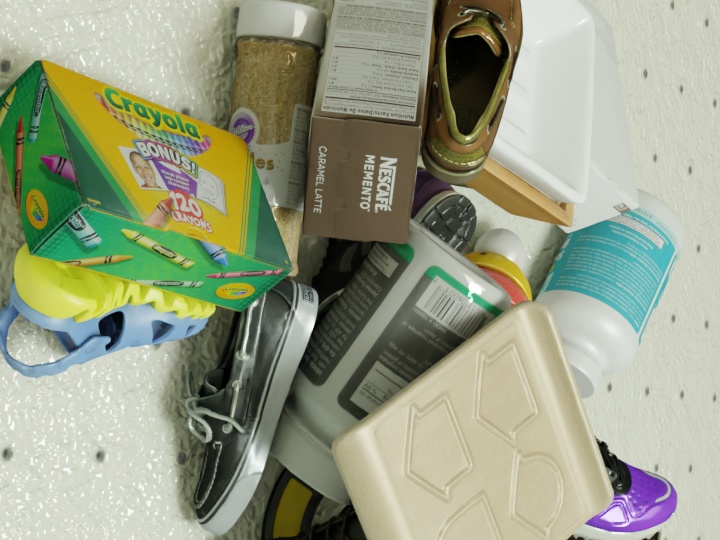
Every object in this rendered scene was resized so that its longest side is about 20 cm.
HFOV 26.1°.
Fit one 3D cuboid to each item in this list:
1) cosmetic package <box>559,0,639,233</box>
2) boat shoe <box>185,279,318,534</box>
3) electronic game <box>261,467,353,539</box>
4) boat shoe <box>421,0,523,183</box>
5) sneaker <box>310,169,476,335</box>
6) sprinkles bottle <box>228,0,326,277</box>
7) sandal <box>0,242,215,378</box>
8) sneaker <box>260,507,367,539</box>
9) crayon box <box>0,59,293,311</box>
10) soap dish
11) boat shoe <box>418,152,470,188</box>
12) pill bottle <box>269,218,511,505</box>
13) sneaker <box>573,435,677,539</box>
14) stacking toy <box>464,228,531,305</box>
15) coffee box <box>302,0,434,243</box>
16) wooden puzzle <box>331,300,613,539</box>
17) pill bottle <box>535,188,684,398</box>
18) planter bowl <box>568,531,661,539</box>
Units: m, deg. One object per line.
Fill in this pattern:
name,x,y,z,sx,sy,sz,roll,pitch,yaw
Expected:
cosmetic package,0.185,-0.151,1.407,0.113,0.080,0.202,34,46,-48
boat shoe,-0.095,0.097,1.147,0.067,0.074,0.201,17,107,-19
electronic game,0.015,0.221,1.264,0.197,0.042,0.203,3,80,-20
boat shoe,0.090,-0.167,1.165,0.068,0.071,0.202,105,-8,-67
sneaker,0.000,0.000,1.269,0.200,0.087,0.076,-43,136,-8
sprinkles bottle,-0.068,-0.098,1.168,0.068,0.068,0.203,8,88,-50
sandal,-0.177,0.027,1.059,0.087,0.080,0.199,-53,153,19
sneaker,-0.034,0.213,1.169,0.197,0.075,0.107,-5,143,-19
crayon box,-0.144,-0.053,1.044,0.199,0.058,0.120,18,42,-50
soap dish,0.121,-0.153,1.281,0.157,0.081,0.202,28,59,-42
boat shoe,0.085,-0.111,1.349,0.199,0.074,0.069,13,85,-53
pill bottle,0.016,0.069,1.183,0.201,0.113,0.113,-54,138,6
sneaker,0.187,0.170,1.324,0.197,0.070,0.100,7,122,-13
stacking toy,0.104,0.033,1.378,0.147,0.144,0.201,65,29,-31
coffee box,0.009,-0.130,1.160,0.115,0.079,0.201,95,2,-45
wooden puzzle,0.081,0.145,1.131,0.199,0.046,0.187,-32,112,-26
pill bottle,0.234,0.023,1.517,0.111,0.110,0.201,54,54,-38
planter bowl,0.157,0.254,1.407,0.199,0.199,0.136,-22,137,-47
